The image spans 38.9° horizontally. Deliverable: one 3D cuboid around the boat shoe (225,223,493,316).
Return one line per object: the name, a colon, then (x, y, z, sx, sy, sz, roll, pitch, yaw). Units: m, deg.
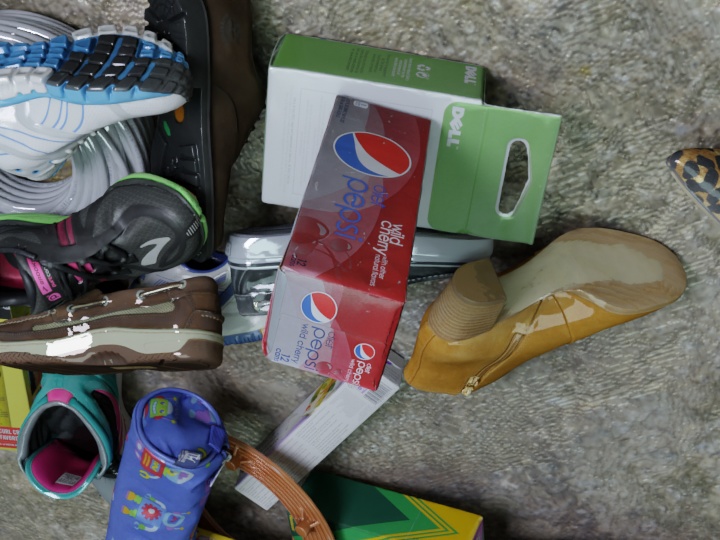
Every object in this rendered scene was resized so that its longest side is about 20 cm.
boat shoe: (0.000, 0.000, 0.753, 0.196, 0.072, 0.072, -2, 104, 2)

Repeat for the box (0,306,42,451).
box: (-0.315, 0.063, 0.872, 0.074, 0.050, 0.203, 6, 124, 4)

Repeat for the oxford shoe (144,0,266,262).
oxford shoe: (-0.099, -0.099, 0.708, 0.072, 0.084, 0.203, 35, 130, 37)

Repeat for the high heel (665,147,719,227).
high heel: (0.307, -0.075, 0.664, 0.197, 0.072, 0.143, 19, 132, -24)

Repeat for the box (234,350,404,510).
box: (-0.038, 0.135, 0.883, 0.041, 0.039, 0.200, 35, 122, -13)

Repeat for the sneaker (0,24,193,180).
sneaker: (-0.195, -0.102, 0.658, 0.196, 0.076, 0.088, 0, 130, 14)

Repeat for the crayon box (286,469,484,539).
crayon box: (0.030, 0.293, 0.935, 0.170, 0.058, 0.203, 11, 127, 26)

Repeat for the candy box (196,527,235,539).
candy box: (-0.127, 0.286, 0.954, 0.197, 0.026, 0.103, 5, 131, 39)

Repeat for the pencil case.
pencil case: (-0.165, 0.190, 0.858, 0.085, 0.079, 0.202, 21, 127, -1)

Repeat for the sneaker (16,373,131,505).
sneaker: (-0.235, 0.161, 0.881, 0.082, 0.122, 0.203, -2, 123, 10)

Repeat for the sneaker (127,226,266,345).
sneaker: (-0.152, 0.017, 0.815, 0.196, 0.075, 0.090, -12, 106, 12)

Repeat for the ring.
ring: (-0.106, 0.221, 0.915, 0.198, 0.019, 0.203, 23, 137, 23)

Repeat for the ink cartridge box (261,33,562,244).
ink cartridge box: (0.033, -0.091, 0.710, 0.196, 0.060, 0.105, 9, 124, 2)

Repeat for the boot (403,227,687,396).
boot: (0.135, 0.038, 0.781, 0.197, 0.072, 0.145, -5, 149, -15)

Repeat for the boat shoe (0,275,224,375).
boat shoe: (-0.190, 0.036, 0.763, 0.198, 0.076, 0.075, -2, 166, 17)

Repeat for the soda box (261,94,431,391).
soda box: (-0.003, -0.025, 0.600, 0.069, 0.201, 0.064, 15, 126, -2)

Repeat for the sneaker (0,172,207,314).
sneaker: (-0.192, -0.007, 0.697, 0.197, 0.084, 0.078, -15, 123, 19)

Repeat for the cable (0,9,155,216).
cable: (-0.248, -0.087, 0.748, 0.197, 0.070, 0.202, 22, 121, -10)
